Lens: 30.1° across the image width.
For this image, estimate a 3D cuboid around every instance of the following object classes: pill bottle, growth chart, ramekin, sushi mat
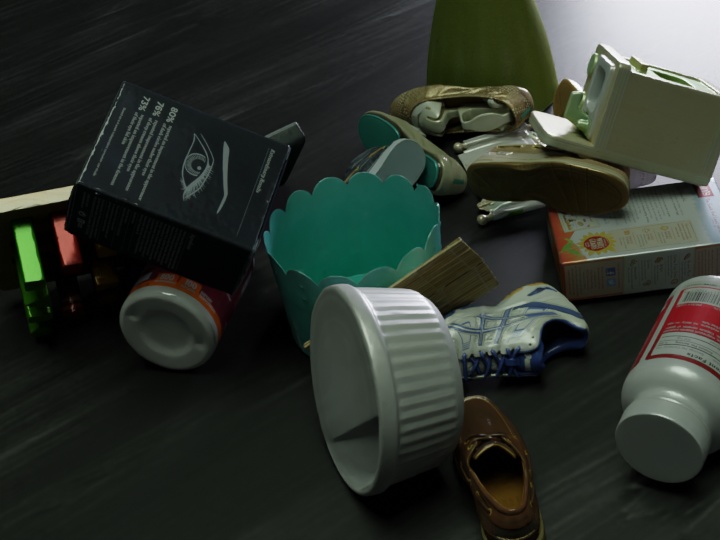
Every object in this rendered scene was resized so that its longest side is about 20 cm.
[{"bbox_3d":[-0.187,0.008,1.530,0.114,0.115,0.200,2,39,16],"label":"pill bottle"},{"bbox_3d":[0.198,-0.131,1.704,0.144,0.018,0.200,-11,37,-2],"label":"growth chart"},{"bbox_3d":[0.318,0.104,1.287,0.112,0.113,0.200,12,42,27],"label":"pill bottle"},{"bbox_3d":[0.026,0.109,1.289,0.094,0.203,0.203,-8,34,-19],"label":"ramekin"},{"bbox_3d":[0.044,0.044,1.385,0.200,0.096,0.012,-35,46,8],"label":"sushi mat"}]

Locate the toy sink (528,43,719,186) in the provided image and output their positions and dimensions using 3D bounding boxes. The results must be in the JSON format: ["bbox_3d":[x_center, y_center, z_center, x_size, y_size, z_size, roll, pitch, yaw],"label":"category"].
[{"bbox_3d":[0.311,-0.188,1.546,0.199,0.113,0.130,14,18,-6],"label":"toy sink"}]

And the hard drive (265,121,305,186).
[{"bbox_3d":[-0.169,-0.106,1.670,0.199,0.140,0.033,-28,79,-22],"label":"hard drive"}]

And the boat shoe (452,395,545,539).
[{"bbox_3d":[0.129,0.182,1.265,0.072,0.068,0.200,-12,37,-2],"label":"boat shoe"}]

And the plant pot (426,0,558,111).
[{"bbox_3d":[0.170,-0.330,1.821,0.186,0.201,0.188,-7,36,5],"label":"plant pot"}]

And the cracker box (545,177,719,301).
[{"bbox_3d":[0.318,-0.036,1.516,0.199,0.058,0.134,-8,34,5],"label":"cracker box"}]

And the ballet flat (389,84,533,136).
[{"bbox_3d":[0.127,-0.209,1.770,0.199,0.071,0.065,-5,33,22],"label":"ballet flat"}]

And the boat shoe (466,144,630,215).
[{"bbox_3d":[0.222,-0.115,1.541,0.199,0.074,0.069,11,44,30],"label":"boat shoe"}]

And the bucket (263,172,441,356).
[{"bbox_3d":[0.000,0.000,1.475,0.206,0.135,0.208,-7,35,5],"label":"bucket"}]

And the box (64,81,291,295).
[{"bbox_3d":[-0.194,-0.087,1.433,0.199,0.104,0.149,22,57,-7],"label":"box"}]

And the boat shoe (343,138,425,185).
[{"bbox_3d":[-0.004,-0.081,1.655,0.200,0.071,0.091,-48,19,-21],"label":"boat shoe"}]

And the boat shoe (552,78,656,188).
[{"bbox_3d":[0.308,-0.169,1.691,0.069,0.071,0.200,-3,46,-24],"label":"boat shoe"}]

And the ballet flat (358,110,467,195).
[{"bbox_3d":[0.070,-0.151,1.733,0.069,0.070,0.200,-25,41,-19],"label":"ballet flat"}]

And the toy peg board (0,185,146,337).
[{"bbox_3d":[-0.317,-0.010,1.544,0.198,0.200,0.098,-12,68,-16],"label":"toy peg board"}]

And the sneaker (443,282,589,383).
[{"bbox_3d":[0.147,0.078,1.393,0.199,0.076,0.088,-26,40,-19],"label":"sneaker"}]
